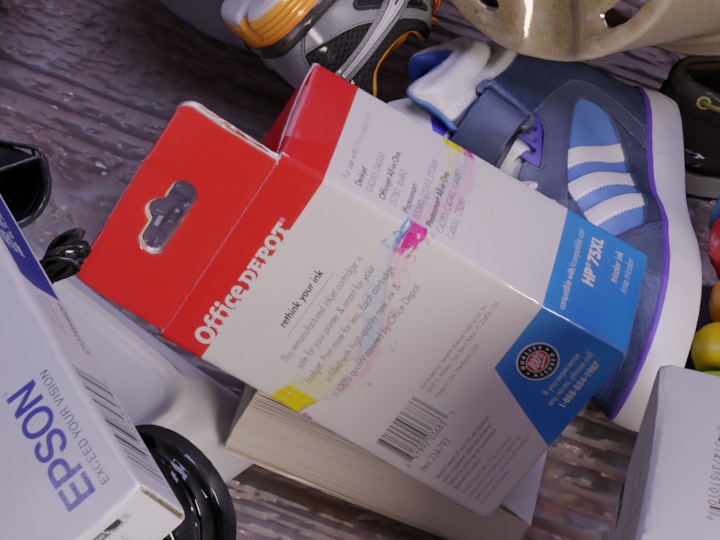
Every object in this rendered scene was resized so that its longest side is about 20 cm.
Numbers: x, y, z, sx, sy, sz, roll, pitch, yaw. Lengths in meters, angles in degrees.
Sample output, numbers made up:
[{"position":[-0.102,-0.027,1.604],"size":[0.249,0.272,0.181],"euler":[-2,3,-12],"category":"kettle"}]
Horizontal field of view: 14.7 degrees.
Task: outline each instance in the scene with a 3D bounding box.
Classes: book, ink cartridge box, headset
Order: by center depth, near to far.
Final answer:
[{"position":[-0.187,0.081,1.052],"size":[0.200,0.041,0.200],"euler":[-41,52,6],"category":"ink cartridge box"},{"position":[-0.103,0.089,1.086],"size":[0.123,0.094,0.201],"euler":[-2,62,-37],"category":"headset"},{"position":[0.000,0.000,1.123],"size":[0.199,0.116,0.067],"euler":[30,40,-8],"category":"ink cartridge box"},{"position":[0.028,0.025,1.246],"size":[0.133,0.048,0.201],"euler":[25,41,-8],"category":"book"}]

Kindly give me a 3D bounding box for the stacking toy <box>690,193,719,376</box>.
[{"position":[0.173,0.063,1.185],"size":[0.115,0.110,0.201],"euler":[25,75,4],"category":"stacking toy"}]

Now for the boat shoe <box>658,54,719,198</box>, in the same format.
[{"position":[0.243,-0.073,1.401],"size":[0.200,0.061,0.072],"euler":[0,42,-14],"category":"boat shoe"}]

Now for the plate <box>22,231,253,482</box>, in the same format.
[{"position":[-0.167,0.054,1.184],"size":[0.200,0.032,0.199],"euler":[36,46,24],"category":"plate"}]

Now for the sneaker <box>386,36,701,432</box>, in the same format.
[{"position":[0.069,-0.023,1.236],"size":[0.145,0.081,0.201],"euler":[14,45,-11],"category":"sneaker"}]

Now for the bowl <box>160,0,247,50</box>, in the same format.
[{"position":[-0.044,-0.178,1.412],"size":[0.200,0.091,0.202],"euler":[9,54,-12],"category":"bowl"}]

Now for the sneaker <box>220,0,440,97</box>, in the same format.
[{"position":[0.008,-0.141,1.312],"size":[0.077,0.078,0.200],"euler":[55,46,-16],"category":"sneaker"}]

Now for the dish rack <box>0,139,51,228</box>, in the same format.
[{"position":[-0.226,-0.099,1.187],"size":[0.153,0.201,0.054],"euler":[-19,24,-23],"category":"dish rack"}]

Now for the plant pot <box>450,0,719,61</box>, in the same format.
[{"position":[0.121,-0.179,1.276],"size":[0.200,0.201,0.183],"euler":[29,28,19],"category":"plant pot"}]

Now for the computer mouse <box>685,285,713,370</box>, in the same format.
[{"position":[0.219,0.042,1.278],"size":[0.199,0.046,0.140],"euler":[31,46,21],"category":"computer mouse"}]

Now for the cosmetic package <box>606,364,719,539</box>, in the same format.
[{"position":[0.119,0.148,1.021],"size":[0.081,0.201,0.113],"euler":[15,39,2],"category":"cosmetic package"}]
